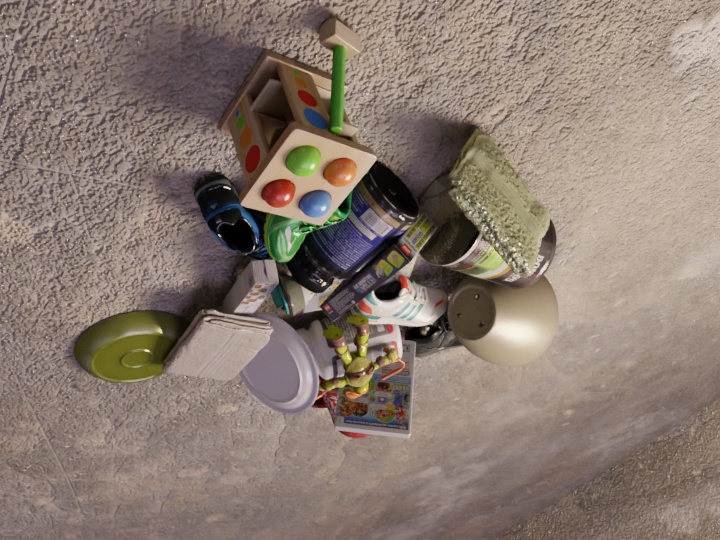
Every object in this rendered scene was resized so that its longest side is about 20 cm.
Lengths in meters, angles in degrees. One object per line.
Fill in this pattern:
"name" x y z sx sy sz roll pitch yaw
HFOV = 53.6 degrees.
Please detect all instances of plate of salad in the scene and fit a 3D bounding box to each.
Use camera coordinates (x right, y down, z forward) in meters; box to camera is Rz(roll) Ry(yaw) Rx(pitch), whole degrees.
"plate of salad" -0.148 0.161 1.260 0.048 0.200 0.200 -32 164 -49

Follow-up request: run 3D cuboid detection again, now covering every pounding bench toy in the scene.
"pounding bench toy" -0.056 -0.174 0.843 0.124 0.157 0.200 11 135 -39

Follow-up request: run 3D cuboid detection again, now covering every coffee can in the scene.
"coffee can" 0.202 -0.060 1.157 0.199 0.147 0.146 15 132 -42

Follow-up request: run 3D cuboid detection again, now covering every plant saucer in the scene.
"plant saucer" -0.383 0.140 1.219 0.198 0.031 0.201 -15 147 -10

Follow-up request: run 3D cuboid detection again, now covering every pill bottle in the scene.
"pill bottle" -0.018 -0.058 1.064 0.200 0.112 0.111 -41 142 24
"pill bottle" -0.031 0.138 1.335 0.198 0.114 0.114 -13 146 -12

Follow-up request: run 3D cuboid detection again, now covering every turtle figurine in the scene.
"turtle figurine" -0.017 0.166 1.248 0.198 0.064 0.162 -19 122 -9

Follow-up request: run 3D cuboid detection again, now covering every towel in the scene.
"towel" -0.242 0.128 1.202 0.132 0.035 0.200 14 140 -30
"towel" 0.206 -0.100 1.040 0.036 0.149 0.200 -22 118 42

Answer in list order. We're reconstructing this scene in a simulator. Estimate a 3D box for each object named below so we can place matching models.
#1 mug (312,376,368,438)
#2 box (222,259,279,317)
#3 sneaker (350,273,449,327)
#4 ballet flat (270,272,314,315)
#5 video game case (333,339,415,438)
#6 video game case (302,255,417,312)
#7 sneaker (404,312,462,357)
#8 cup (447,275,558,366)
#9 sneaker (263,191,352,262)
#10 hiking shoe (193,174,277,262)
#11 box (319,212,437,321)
"mug" -0.042 0.258 1.489 0.176 0.134 0.201 -23 143 -1
"box" -0.176 0.035 1.121 0.038 0.042 0.200 -3 160 -25
"sneaker" 0.083 0.049 1.269 0.198 0.071 0.094 0 147 -24
"ballet flat" -0.105 0.031 1.132 0.063 0.068 0.200 -20 -178 -11
"video game case" 0.030 0.218 1.368 0.142 0.201 0.018 6 143 1
"video game case" 0.000 0.000 1.241 0.198 0.023 0.183 -10 145 -18
"sneaker" 0.181 0.111 1.449 0.198 0.077 0.114 -18 153 5
"cup" 0.238 0.076 1.301 0.143 0.201 0.200 6 139 -49
"sneaker" -0.064 -0.088 0.985 0.201 0.084 0.074 -54 150 16
"hiking shoe" -0.168 -0.048 1.021 0.074 0.087 0.200 -29 146 12
"box" 0.026 -0.004 1.114 0.200 0.035 0.110 -39 -174 42
